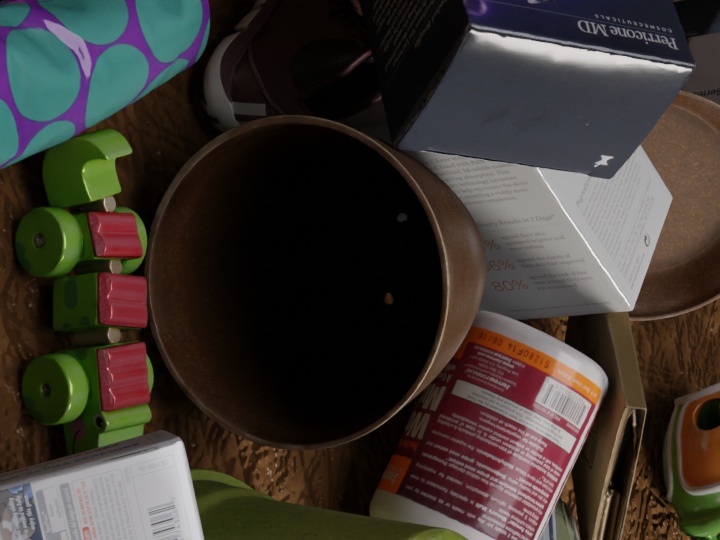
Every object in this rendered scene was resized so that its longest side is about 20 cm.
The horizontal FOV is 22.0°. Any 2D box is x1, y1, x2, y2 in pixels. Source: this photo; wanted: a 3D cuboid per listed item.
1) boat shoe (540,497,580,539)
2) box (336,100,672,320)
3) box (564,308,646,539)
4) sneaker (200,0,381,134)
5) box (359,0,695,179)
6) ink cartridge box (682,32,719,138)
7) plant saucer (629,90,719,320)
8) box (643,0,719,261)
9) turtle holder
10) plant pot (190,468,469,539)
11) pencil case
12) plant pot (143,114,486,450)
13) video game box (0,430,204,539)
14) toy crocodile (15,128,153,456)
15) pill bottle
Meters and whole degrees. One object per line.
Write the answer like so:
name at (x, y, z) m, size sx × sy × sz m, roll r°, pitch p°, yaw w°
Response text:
boat shoe at (0.120, 0.195, 1.259) m, size 0.062 × 0.072 × 0.200 m, roll 28°, pitch 29°, yaw -19°
box at (0.091, -0.069, 1.243) m, size 0.200 × 0.152 × 0.106 m, roll 53°, pitch 48°, yaw -34°
box at (0.167, 0.087, 1.298) m, size 0.200 × 0.021 × 0.164 m, roll -91°, pitch -176°, yaw -51°
sneaker at (-0.006, -0.158, 1.136) m, size 0.076 × 0.115 × 0.200 m, roll 50°, pitch 60°, yaw -49°
box at (0.085, -0.166, 1.074) m, size 0.148 × 0.104 × 0.200 m, roll 6°, pitch 51°, yaw -25°
ink cartridge box at (0.350, -0.105, 1.411) m, size 0.200 × 0.145 × 0.088 m, roll 34°, pitch 59°, yaw -44°
plant saucer at (0.206, -0.055, 1.372) m, size 0.200 × 0.200 × 0.037 m, roll 61°, pitch 21°, yaw -27°
box at (0.249, -0.105, 1.488) m, size 0.148 × 0.107 × 0.200 m, roll 61°, pitch 43°, yaw -26°
turtle holder at (0.326, 0.152, 1.528) m, size 0.185 × 0.141 × 0.132 m, roll -13°, pitch 79°, yaw -43°
plant pot at (-0.027, 0.209, 1.028) m, size 0.200 × 0.184 × 0.200 m, roll 10°, pitch 77°, yaw -52°
pencil case at (-0.168, -0.115, 0.973) m, size 0.200 × 0.085 × 0.092 m, roll -36°, pitch 127°, yaw -49°
plant pot at (0.000, 0.000, 1.118) m, size 0.200 × 0.187 × 0.187 m, roll -11°, pitch 94°, yaw -66°
video game box at (-0.157, 0.197, 0.908) m, size 0.182 × 0.047 × 0.200 m, roll -13°, pitch 97°, yaw -22°
toy crocodile at (-0.142, 0.024, 1.006) m, size 0.068 × 0.062 × 0.200 m, roll -1°, pitch 86°, yaw -52°
pill bottle at (0.073, 0.136, 1.196) m, size 0.110 × 0.110 × 0.200 m, roll 36°, pitch 76°, yaw -44°
